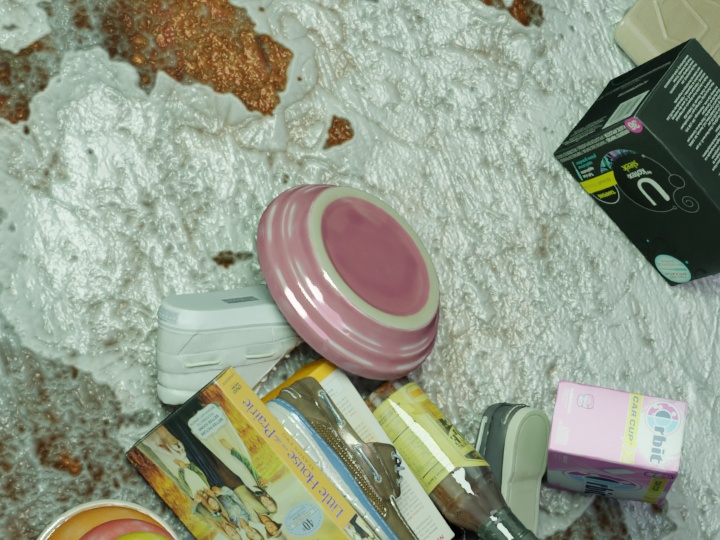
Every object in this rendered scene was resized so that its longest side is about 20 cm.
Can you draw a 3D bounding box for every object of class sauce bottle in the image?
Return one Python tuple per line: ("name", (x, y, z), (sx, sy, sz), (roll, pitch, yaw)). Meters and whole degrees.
("sauce bottle", (0.081, 0.183, 1.240), (0.066, 0.066, 0.200), (-35, 75, -27))

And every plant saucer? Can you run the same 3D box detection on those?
("plant saucer", (0.000, 0.000, 1.233), (0.200, 0.051, 0.201), (27, 42, -27))

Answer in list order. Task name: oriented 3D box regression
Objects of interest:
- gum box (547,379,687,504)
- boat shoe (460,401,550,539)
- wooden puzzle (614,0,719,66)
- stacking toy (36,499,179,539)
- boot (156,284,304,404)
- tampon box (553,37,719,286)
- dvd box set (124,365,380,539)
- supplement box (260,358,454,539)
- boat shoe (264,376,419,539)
("gum box", (0.233, 0.165, 1.271), (0.113, 0.200, 0.067), (9, 73, 10))
("boat shoe", (0.126, 0.222, 1.294), (0.072, 0.063, 0.201), (12, 93, -41))
("wooden puzzle", (0.388, -0.262, 1.525), (0.185, 0.046, 0.200), (45, 69, -10))
("stacking toy", (-0.176, 0.248, 1.063), (0.145, 0.200, 0.147), (6, 76, -24))
("boot", (-0.096, 0.069, 1.222), (0.199, 0.073, 0.096), (-2, 107, -36))
("tampon box", (0.331, -0.106, 1.404), (0.200, 0.150, 0.126), (46, 64, -10))
("dvd box set", (-0.090, 0.192, 1.139), (0.200, 0.146, 0.029), (50, 38, -3))
("supplement box", (-0.027, 0.195, 1.216), (0.126, 0.073, 0.201), (-36, 96, -26))
("boat shoe", (0.000, 0.174, 1.151), (0.072, 0.072, 0.200), (-43, 100, -28))
